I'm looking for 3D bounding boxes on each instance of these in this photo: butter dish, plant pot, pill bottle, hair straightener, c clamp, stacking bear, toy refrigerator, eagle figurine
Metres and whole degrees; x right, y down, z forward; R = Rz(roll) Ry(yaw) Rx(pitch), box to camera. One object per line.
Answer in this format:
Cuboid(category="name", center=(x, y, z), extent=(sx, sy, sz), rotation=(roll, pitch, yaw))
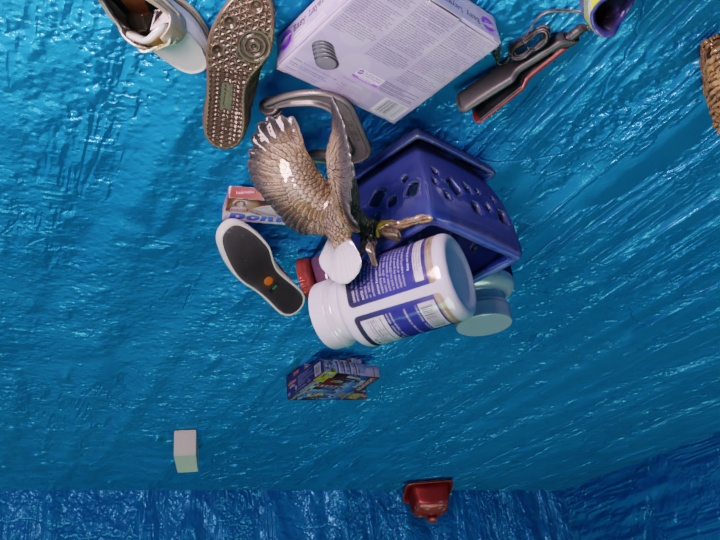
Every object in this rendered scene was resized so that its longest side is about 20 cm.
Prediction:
Cuboid(category="butter dish", center=(0.280, 0.944, 3.194), extent=(0.199, 0.148, 0.200), rotation=(-4, 141, -6))
Cuboid(category="plant pot", center=(0.089, -0.080, 1.144), extent=(0.200, 0.180, 0.200), rotation=(19, 144, -38))
Cuboid(category="pill bottle", center=(0.040, 0.034, 1.033), extent=(0.200, 0.116, 0.116), rotation=(-18, 151, 23))
Cuboid(category="hair straightener", center=(0.195, -0.256, 0.974), extent=(0.077, 0.041, 0.200), rotation=(19, 144, -40))
Cuboid(category="pill bottle", center=(0.186, -0.001, 1.295), extent=(0.120, 0.200, 0.120), rotation=(-5, 153, -2))
Cuboid(category="c clamp", center=(-0.073, -0.176, 1.035), extent=(0.171, 0.027, 0.200), rotation=(5, 159, 10))
Cuboid(category="stacking bear", center=(0.000, 0.000, 1.365), extent=(0.200, 0.114, 0.122), rotation=(-19, 125, 2))
Cuboid(category="toy refrigerator", center=(-0.518, 0.537, 2.341), extent=(0.070, 0.076, 0.200), rotation=(-1, 153, -10))
Cuboid(category="eagle figurine", center=(-0.035, -0.100, 0.968), extent=(0.152, 0.151, 0.200), rotation=(-39, 129, 9))

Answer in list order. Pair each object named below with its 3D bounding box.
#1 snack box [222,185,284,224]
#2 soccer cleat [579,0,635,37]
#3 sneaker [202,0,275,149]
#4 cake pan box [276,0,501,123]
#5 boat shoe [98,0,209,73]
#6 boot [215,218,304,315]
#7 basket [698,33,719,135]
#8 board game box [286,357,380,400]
Cuboid(category="snack box", center=(-0.112, -0.097, 1.239), extent=(0.200, 0.024, 0.072), rotation=(3, 154, -17))
Cuboid(category="soccer cleat", center=(0.284, -0.325, 0.809), extent=(0.065, 0.084, 0.200), rotation=(-1, 152, -9))
Cuboid(category="sneaker", center=(-0.147, -0.242, 0.918), extent=(0.070, 0.076, 0.200), rotation=(13, 127, -14))
Cuboid(category="cake pan box", center=(0.034, -0.263, 0.918), extent=(0.200, 0.052, 0.184), rotation=(17, 148, -37))
Cuboid(category="boat shoe", center=(-0.225, -0.266, 0.840), extent=(0.075, 0.068, 0.200), rotation=(-16, 151, 20))
Cuboid(category="boot", center=(-0.185, -0.021, 1.307), extent=(0.072, 0.144, 0.200), rotation=(-41, 125, -7))
Cuboid(category="basket", center=(0.544, -0.225, 0.988), extent=(0.200, 0.149, 0.143), rotation=(-16, 151, 17))
Cuboid(category="board game box", center=(-0.047, 0.262, 1.916), extent=(0.200, 0.062, 0.200), rotation=(10, 149, -30))
